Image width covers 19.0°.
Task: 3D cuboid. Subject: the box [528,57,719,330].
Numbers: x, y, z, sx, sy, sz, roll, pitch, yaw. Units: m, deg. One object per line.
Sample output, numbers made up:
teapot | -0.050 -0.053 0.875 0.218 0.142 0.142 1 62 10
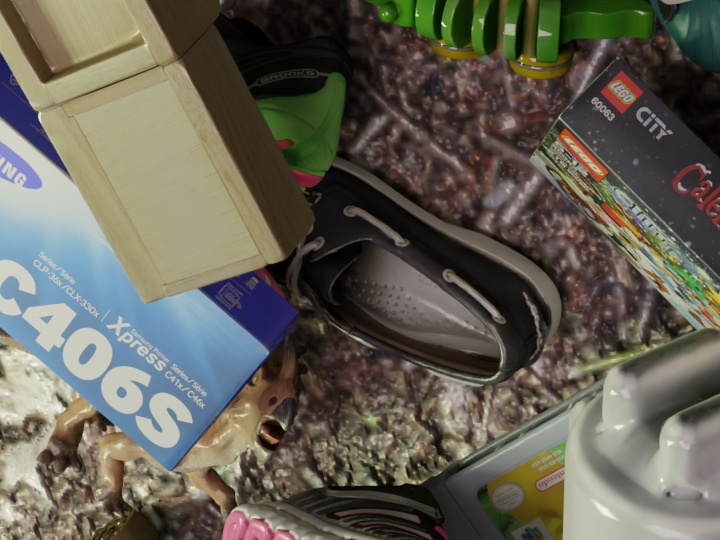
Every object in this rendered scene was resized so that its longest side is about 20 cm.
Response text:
box | 0.161 0.000 0.944 0.038 0.137 0.200 -44 87 -3

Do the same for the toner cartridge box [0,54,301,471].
toner cartridge box | -0.134 -0.006 1.015 0.200 0.043 0.095 40 121 0

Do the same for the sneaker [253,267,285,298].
sneaker | -0.125 0.009 1.086 0.199 0.088 0.074 16 151 38

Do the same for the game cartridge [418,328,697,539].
game cartridge | 0.126 0.128 1.073 0.200 0.040 0.134 -34 97 33

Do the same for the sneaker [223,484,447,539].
sneaker | 0.025 0.148 1.042 0.199 0.087 0.074 15 117 44

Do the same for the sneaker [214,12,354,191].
sneaker | -0.078 -0.083 1.070 0.199 0.084 0.077 6 148 39

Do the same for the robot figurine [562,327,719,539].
robot figurine | 0.147 0.126 0.964 0.170 0.112 0.201 48 149 46

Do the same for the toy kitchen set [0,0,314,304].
toy kitchen set | -0.104 -0.108 0.997 0.162 0.200 0.181 -17 111 30

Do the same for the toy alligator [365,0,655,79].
toy alligator | 0.036 -0.127 0.994 0.199 0.054 0.060 16 125 22

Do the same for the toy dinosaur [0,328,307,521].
toy dinosaur | -0.101 0.054 1.131 0.199 0.086 0.136 35 115 25

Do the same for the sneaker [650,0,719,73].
sneaker | 0.128 -0.171 0.916 0.071 0.080 0.201 -11 109 30

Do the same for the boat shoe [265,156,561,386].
boat shoe | 0.000 0.000 1.065 0.199 0.060 0.074 27 125 15

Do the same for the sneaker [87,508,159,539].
sneaker | -0.158 0.219 1.239 0.090 0.067 0.200 44 124 -6
